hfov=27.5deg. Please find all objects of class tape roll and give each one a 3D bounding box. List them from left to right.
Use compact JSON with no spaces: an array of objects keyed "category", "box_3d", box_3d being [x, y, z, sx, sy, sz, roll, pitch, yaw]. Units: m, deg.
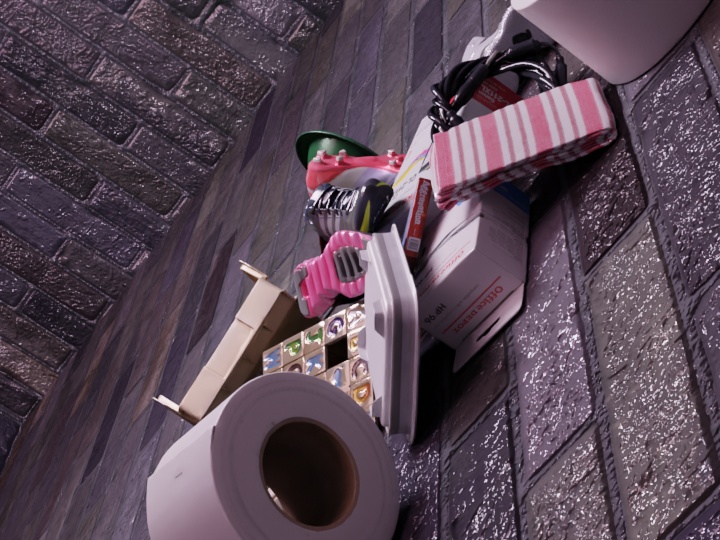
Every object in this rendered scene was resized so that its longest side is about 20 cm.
[{"category":"tape roll","box_3d":[-0.081,0.215,1.380,0.139,0.202,0.204,-39,22,46]},{"category":"tape roll","box_3d":[0.270,-0.315,1.530,0.203,0.139,0.203,-51,16,20]}]

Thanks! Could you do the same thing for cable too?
[{"category":"cable","box_3d":[0.152,-0.178,1.646,0.162,0.051,0.201,-4,52,14]}]

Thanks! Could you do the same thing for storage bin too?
[{"category":"storage bin","box_3d":[-0.143,0.118,1.850,0.201,0.093,0.199,-58,-24,-8]}]

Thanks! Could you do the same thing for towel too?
[{"category":"towel","box_3d":[0.167,-0.135,1.540,0.199,0.030,0.147,-20,28,11]}]

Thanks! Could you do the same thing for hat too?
[{"category":"hat","box_3d":[-0.039,-0.057,1.960,0.165,0.200,0.177,-3,52,52]}]

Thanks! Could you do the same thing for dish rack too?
[{"category":"dish rack","box_3d":[0.026,0.062,1.500,0.200,0.043,0.173,-102,12,-63]}]

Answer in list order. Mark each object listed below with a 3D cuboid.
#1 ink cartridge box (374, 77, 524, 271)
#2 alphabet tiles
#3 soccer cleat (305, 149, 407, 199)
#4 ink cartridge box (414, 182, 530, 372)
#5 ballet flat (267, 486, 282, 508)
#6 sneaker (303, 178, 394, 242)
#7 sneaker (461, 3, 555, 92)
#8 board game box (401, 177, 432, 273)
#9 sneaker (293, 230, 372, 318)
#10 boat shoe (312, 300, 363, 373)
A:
[{"category":"ink cartridge box","box_3d":[0.107,-0.115,1.743,0.146,0.083,0.201,-36,24,53]},{"category":"alphabet tiles","box_3d":[-0.048,0.148,1.643,0.167,0.008,0.201,-28,49,32]},{"category":"soccer cleat","box_3d":[0.028,-0.112,1.884,0.067,0.198,0.077,-65,-24,-63]},{"category":"ink cartridge box","box_3d":[0.112,-0.003,1.513,0.116,0.068,0.201,-48,17,31]},{"category":"ballet flat","box_3d":[-0.087,0.262,1.580,0.065,0.070,0.200,-32,-19,-53]},{"category":"sneaker","box_3d":[-0.021,-0.069,1.737,0.074,0.081,0.200,-62,7,-19]},{"category":"sneaker","box_3d":[0.190,-0.295,1.874,0.201,0.075,0.115,-57,17,10]},{"category":"board game box","box_3d":[0.049,-0.005,1.644,0.200,0.019,0.104,104,-179,-58]},{"category":"sneaker","box_3d":[0.000,0.000,1.695,0.200,0.095,0.080,-25,73,60]},{"category":"boat shoe","box_3d":[-0.036,0.126,1.713,0.201,0.071,0.064,-62,16,-17]}]
